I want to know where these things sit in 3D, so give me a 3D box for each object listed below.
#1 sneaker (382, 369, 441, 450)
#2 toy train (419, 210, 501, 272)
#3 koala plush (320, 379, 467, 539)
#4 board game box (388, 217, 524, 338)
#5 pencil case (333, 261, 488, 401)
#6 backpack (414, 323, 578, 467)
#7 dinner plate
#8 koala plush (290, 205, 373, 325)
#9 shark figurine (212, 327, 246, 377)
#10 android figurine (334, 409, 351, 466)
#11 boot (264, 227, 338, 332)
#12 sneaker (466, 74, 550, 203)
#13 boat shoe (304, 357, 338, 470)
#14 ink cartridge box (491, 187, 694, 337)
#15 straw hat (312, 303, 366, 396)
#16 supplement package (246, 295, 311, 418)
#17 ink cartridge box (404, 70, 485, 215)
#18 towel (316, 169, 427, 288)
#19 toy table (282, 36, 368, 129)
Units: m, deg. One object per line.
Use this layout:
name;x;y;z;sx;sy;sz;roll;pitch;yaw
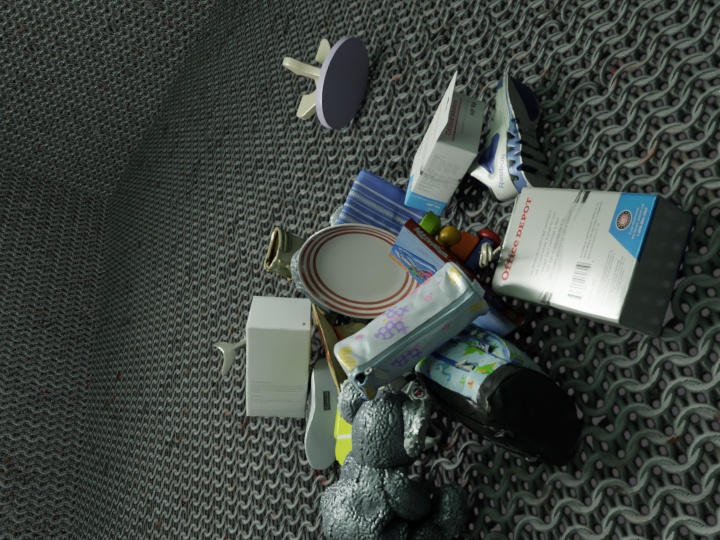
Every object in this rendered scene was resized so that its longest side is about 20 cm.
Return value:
sneaker;0.062;0.178;0.955;0.088;0.074;0.201;-26;94;41
toy train;0.130;-0.043;0.889;0.085;0.116;0.200;-53;-7;-11
koala plush;0.035;0.249;0.840;0.177;0.183;0.201;16;107;46
board game box;0.126;0.020;0.876;0.019;0.200;0.103;-43;-9;-24
pencil case;0.062;0.075;0.791;0.200;0.091;0.083;-36;81;-4
backpack;0.161;0.146;0.811;0.200;0.163;0.154;-5;54;57
dinner plate;0.000;0.000;0.996;0.200;0.200;0.024;-42;25;38
koala plush;-0.017;-0.033;1.152;0.177;0.184;0.200;13;66;46
shark figurine;-0.225;0.162;1.414;0.128;0.214;0.090;-18;98;19
android figurine;0.013;0.255;1.069;0.182;0.041;0.201;-25;53;48
boot;-0.117;0.020;1.267;0.072;0.154;0.201;-30;51;46
sneaker;0.208;-0.186;0.951;0.115;0.080;0.200;-26;56;45
boat shoe;-0.072;0.264;1.176;0.066;0.070;0.201;128;141;-72
ink cartridge box;0.273;-0.017;0.772;0.200;0.084;0.147;17;90;58
straw hat;-0.016;0.131;1.067;0.201;0.085;0.202;164;90;-83
supplement package;-0.154;0.164;1.206;0.117;0.116;0.201;-95;10;-64
ink cartridge box;0.137;-0.193;0.985;0.200;0.068;0.116;115;171;-58
towel;0.026;-0.056;1.072;0.201;0.144;0.024;-67;16;-14
toy table;-0.073;-0.419;1.405;0.117;0.184;0.201;19;79;41
